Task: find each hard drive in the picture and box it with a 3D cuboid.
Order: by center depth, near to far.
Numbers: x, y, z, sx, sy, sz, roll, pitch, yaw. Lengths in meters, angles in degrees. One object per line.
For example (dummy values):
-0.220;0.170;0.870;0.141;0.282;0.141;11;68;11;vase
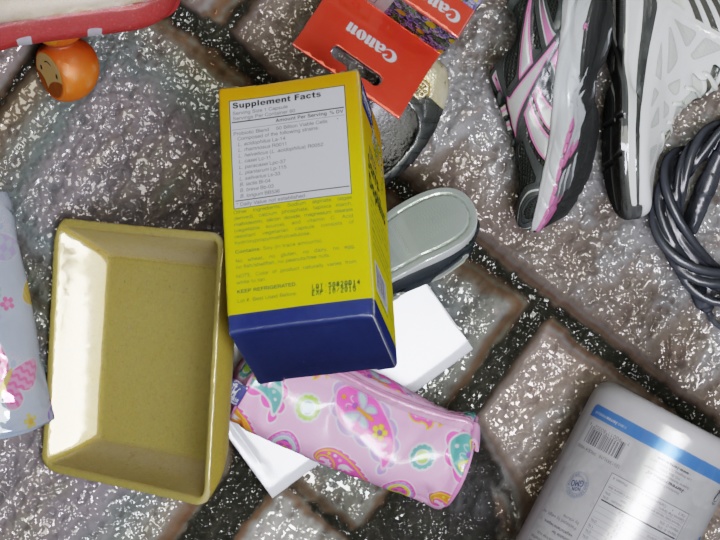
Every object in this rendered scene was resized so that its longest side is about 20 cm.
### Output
-0.029;0.068;1.720;0.200;0.025;0.132;-36;96;-3;hard drive

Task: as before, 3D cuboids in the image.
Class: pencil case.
-0.297;0.035;1.660;0.090;0.083;0.201;-13;95;-19;pencil case
-0.007;0.112;1.668;0.199;0.087;0.088;25;90;-7;pencil case

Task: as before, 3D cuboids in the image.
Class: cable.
0.334;-0.056;1.747;0.199;0.051;0.164;-32;91;1;cable

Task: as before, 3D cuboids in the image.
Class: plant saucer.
-0.161;0.065;1.649;0.048;0.199;0.201;0;94;-46;plant saucer

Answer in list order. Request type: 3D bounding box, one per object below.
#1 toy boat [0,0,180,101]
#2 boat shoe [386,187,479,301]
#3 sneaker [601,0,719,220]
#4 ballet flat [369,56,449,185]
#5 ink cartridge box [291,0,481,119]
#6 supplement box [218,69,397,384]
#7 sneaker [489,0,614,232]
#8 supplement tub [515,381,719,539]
-0.234;-0.190;1.653;0.199;0.131;0.131;-8;123;-6;toy boat
0.000;0.000;1.675;0.199;0.060;0.076;-17;67;-2;boat shoe
0.255;-0.138;1.710;0.115;0.076;0.202;3;84;-6;sneaker
0.001;-0.088;1.699;0.066;0.057;0.200;42;87;-3;ballet flat
0.044;-0.232;1.680;0.109;0.050;0.200;34;74;-6;ink cartridge box
-0.039;-0.032;1.598;0.108;0.110;0.201;-7;67;7;supplement box
0.143;-0.134;1.714;0.086;0.080;0.201;14;100;24;sneaker
0.201;0.201;1.698;0.132;0.132;0.201;27;91;-7;supplement tub
